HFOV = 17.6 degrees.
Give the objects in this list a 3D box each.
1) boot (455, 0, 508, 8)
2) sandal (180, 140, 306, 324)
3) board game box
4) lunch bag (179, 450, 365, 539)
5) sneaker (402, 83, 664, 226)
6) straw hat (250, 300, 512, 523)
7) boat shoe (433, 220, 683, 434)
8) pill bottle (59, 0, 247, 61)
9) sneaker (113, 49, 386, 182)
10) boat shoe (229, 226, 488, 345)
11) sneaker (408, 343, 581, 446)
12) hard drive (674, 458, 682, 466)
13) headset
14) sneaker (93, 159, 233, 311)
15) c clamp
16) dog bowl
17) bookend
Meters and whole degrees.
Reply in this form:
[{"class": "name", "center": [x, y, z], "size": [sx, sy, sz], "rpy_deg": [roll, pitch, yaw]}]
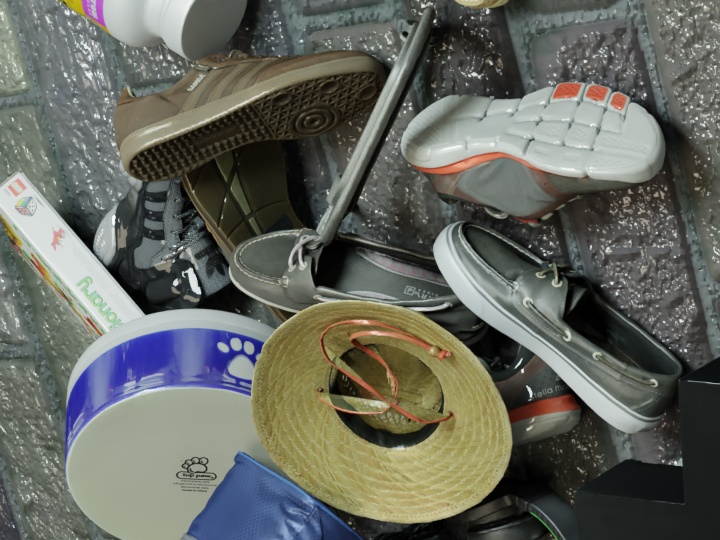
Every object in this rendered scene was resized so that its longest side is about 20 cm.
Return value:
[{"class": "boot", "center": [0.033, -0.251, 1.482], "size": [0.072, 0.155, 0.202], "rpy_deg": [9, 116, 38]}, {"class": "sandal", "center": [-0.080, -0.043, 1.736], "size": [0.201, 0.082, 0.054], "rpy_deg": [58, 159, -18]}, {"class": "board game box", "center": [-0.217, 0.021, 1.870], "size": [0.200, 0.035, 0.126], "rpy_deg": [48, 168, 14]}, {"class": "lunch bag", "center": [-0.049, 0.247, 1.716], "size": [0.200, 0.133, 0.136], "rpy_deg": [45, 168, -35]}, {"class": "sneaker", "center": [0.124, -0.071, 1.553], "size": [0.199, 0.077, 0.082], "rpy_deg": [8, 140, 41]}, {"class": "straw hat", "center": [0.023, 0.074, 1.621], "size": [0.199, 0.085, 0.202], "rpy_deg": [8, 130, 10]}, {"class": "boat shoe", "center": [0.138, 0.027, 1.588], "size": [0.200, 0.069, 0.057], "rpy_deg": [41, 129, 10]}, {"class": "pill bottle", "center": [-0.180, -0.233, 1.713], "size": [0.199, 0.104, 0.105], "rpy_deg": [33, 128, 25]}, {"class": "sneaker", "center": [-0.083, -0.131, 1.657], "size": [0.071, 0.198, 0.076], "rpy_deg": [71, -178, -58]}, {"class": "boat shoe", "center": [0.000, 0.000, 1.660], "size": [0.198, 0.067, 0.057], "rpy_deg": [14, 146, 12]}, {"class": "sneaker", "center": [0.074, 0.099, 1.683], "size": [0.199, 0.077, 0.083], "rpy_deg": [-23, 79, 37]}, {"class": "hard drive", "center": [0.273, 0.236, 1.593], "size": [0.200, 0.026, 0.132], "rpy_deg": [39, 130, 20]}, {"class": "headset", "center": [0.098, 0.212, 1.686], "size": [0.199, 0.093, 0.125], "rpy_deg": [19, 122, 53]}, {"class": "sneaker", "center": [-0.132, -0.041, 1.786], "size": [0.114, 0.075, 0.201], "rpy_deg": [45, 138, 15]}, {"class": "c clamp", "center": [0.009, -0.100, 1.603], "size": [0.027, 0.171, 0.201], "rpy_deg": [26, 114, 0]}, {"class": "dog bowl", "center": [-0.126, 0.126, 1.774], "size": [0.198, 0.079, 0.201], "rpy_deg": [-2, 135, -2]}, {"class": "bookend", "center": [0.230, 0.140, 1.511], "size": [0.199, 0.092, 0.201], "rpy_deg": [3, 104, 35]}]
